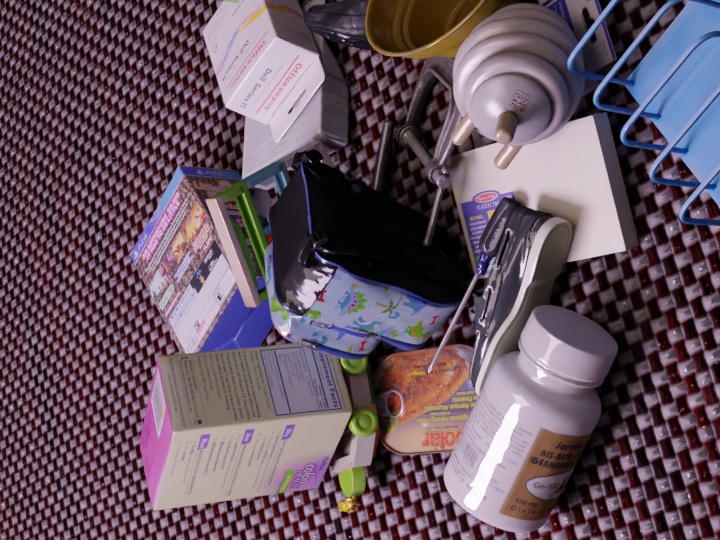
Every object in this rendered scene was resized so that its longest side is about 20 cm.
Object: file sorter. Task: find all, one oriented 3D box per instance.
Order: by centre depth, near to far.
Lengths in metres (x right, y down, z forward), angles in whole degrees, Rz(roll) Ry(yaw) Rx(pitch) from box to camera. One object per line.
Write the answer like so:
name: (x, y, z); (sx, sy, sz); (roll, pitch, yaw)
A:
file sorter: (0.294, -0.153, 1.192); (0.139, 0.122, 0.201); (-52, 52, 32)

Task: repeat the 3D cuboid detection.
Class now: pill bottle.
pill bottle: (0.167, 0.141, 1.328); (0.114, 0.114, 0.201); (42, 119, 40)

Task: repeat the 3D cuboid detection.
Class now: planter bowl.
planter bowl: (0.105, -0.282, 1.415); (0.200, 0.083, 0.202); (-29, 42, 30)

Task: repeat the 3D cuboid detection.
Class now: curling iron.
curling iron: (0.019, -0.069, 1.563); (0.050, 0.025, 0.202); (-108, 29, -85)

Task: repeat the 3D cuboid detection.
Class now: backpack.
backpack: (0.000, 0.000, 1.454); (0.147, 0.199, 0.184); (-54, 30, 33)

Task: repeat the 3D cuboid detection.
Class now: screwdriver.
screwdriver: (0.115, 0.019, 1.391); (0.028, 0.029, 0.201); (-116, 44, -66)

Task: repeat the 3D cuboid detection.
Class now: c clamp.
c clamp: (0.072, -0.146, 1.457); (0.200, 0.027, 0.172); (-108, 34, -61)

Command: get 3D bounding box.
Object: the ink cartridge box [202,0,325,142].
ink cartridge box: (-0.119, -0.262, 1.659); (0.117, 0.067, 0.201); (-50, 40, 27)

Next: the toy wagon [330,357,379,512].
toy wagon: (-0.018, 0.172, 1.561); (0.155, 0.039, 0.202); (142, 120, -66)

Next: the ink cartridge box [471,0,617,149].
ink cartridge box: (0.180, -0.204, 1.387); (0.200, 0.037, 0.095); (-33, 64, 45)

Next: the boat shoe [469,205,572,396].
boat shoe: (0.142, 0.028, 1.359); (0.066, 0.074, 0.201); (34, 120, 34)

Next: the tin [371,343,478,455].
tin: (0.086, 0.140, 1.478); (0.199, 0.042, 0.113); (-11, 77, 48)

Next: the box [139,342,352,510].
box: (-0.131, 0.171, 1.521); (0.176, 0.198, 0.097); (111, 149, -51)

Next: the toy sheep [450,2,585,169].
toy sheep: (0.147, -0.176, 1.293); (0.138, 0.137, 0.201); (-44, 23, 38)

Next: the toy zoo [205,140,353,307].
toy zoo: (-0.076, -0.061, 1.560); (0.020, 0.199, 0.132); (-1, 114, 48)

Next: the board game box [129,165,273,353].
board game box: (-0.186, -0.005, 1.743); (0.160, 0.096, 0.201); (-55, 51, 31)

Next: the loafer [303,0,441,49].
loafer: (0.016, -0.289, 1.554); (0.200, 0.068, 0.071); (13, 87, 44)

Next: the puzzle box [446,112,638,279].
puzzle box: (0.176, -0.071, 1.371); (0.199, 0.025, 0.134); (-11, 94, 47)

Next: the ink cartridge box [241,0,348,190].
ink cartridge box: (-0.079, -0.218, 1.685); (0.160, 0.047, 0.202); (-26, 53, 45)
